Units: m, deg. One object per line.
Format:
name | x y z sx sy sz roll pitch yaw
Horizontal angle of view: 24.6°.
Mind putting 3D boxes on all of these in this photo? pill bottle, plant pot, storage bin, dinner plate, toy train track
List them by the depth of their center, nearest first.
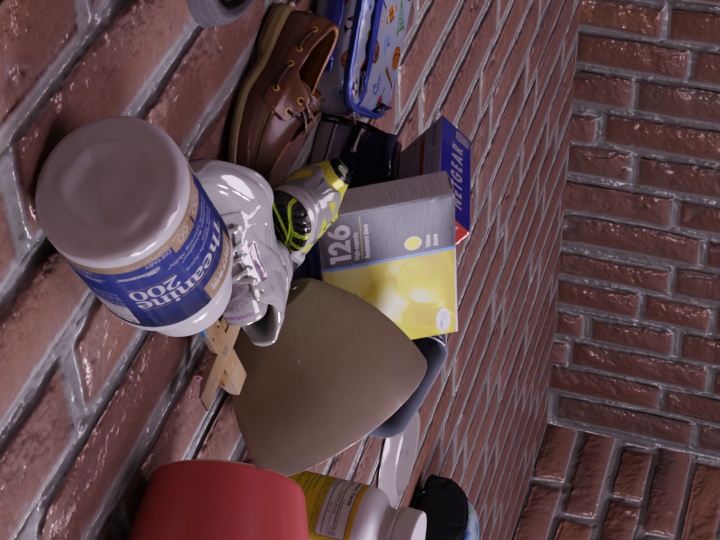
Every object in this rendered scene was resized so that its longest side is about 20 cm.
pill bottle | -0.156 -0.022 1.214 0.200 0.110 0.112 66 37 -67
plant pot | -0.125 0.271 1.430 0.201 0.198 0.179 75 19 -61
toy train track | -0.147 0.046 1.479 0.201 0.032 0.116 70 32 -51
plant pot | -0.053 0.088 1.626 0.135 0.199 0.201 57 28 -12
pill bottle | -0.036 0.274 1.738 0.112 0.198 0.114 11 90 -76
storage bin | 0.013 0.076 1.929 0.201 0.144 0.135 115 -14 -45
dinner plate | 0.062 0.275 2.512 0.200 0.024 0.203 10 90 -75

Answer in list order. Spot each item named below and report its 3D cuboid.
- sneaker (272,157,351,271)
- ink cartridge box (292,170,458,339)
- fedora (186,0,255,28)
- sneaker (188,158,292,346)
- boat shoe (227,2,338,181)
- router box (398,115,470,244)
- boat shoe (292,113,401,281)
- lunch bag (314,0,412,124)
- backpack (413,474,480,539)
sneaker | -0.055 -0.050 1.534 0.076 0.076 0.200 -38 -175 -18
ink cartridge box | 0.000 0.000 1.687 0.199 0.197 0.047 85 -10 -45
fedora | -0.114 -0.286 1.228 0.177 0.089 0.202 -25 131 -71
sneaker | -0.103 -0.015 1.428 0.201 0.074 0.100 63 21 -47
boat shoe | -0.073 -0.158 1.540 0.072 0.067 0.202 72 32 -63
router box | 0.043 -0.054 1.820 0.179 0.049 0.201 -41 -158 26
boat shoe | -0.015 -0.069 1.788 0.075 0.092 0.203 45 56 -73
lunch bag | -0.003 -0.255 1.745 0.160 0.075 0.203 8 91 -74
backpack | 0.139 0.472 2.768 0.164 0.152 0.201 -73 179 -50
